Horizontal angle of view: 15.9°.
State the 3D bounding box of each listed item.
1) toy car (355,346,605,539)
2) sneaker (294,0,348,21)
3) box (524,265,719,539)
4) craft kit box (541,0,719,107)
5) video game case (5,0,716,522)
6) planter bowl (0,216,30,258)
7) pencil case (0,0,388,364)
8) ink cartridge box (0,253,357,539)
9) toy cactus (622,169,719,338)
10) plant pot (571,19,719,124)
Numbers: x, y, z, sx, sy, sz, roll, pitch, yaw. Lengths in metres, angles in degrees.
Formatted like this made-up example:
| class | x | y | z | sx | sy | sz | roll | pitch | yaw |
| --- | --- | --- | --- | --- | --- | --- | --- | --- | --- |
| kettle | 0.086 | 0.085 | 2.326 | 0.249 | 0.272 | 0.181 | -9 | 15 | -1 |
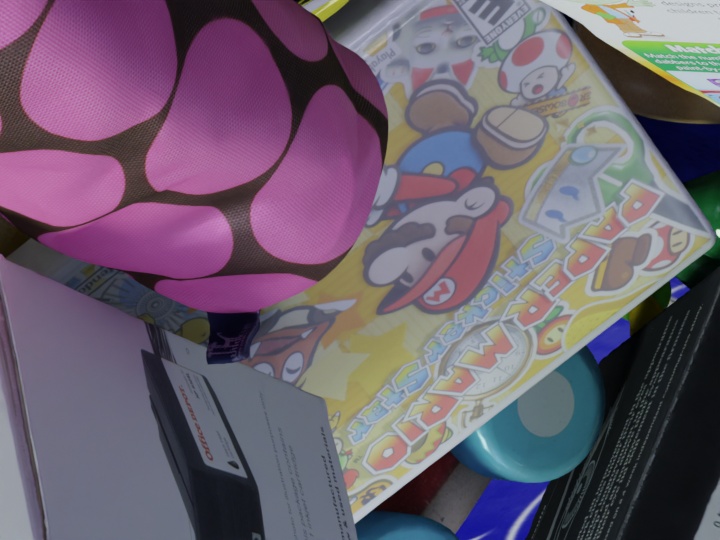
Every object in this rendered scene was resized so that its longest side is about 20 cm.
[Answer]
| class | x | y | z | sx | sy | sz | roll | pitch | yaw |
| --- | --- | --- | --- | --- | --- | --- | --- | --- | --- |
| toy car | -0.048 | 0.040 | 0.979 | 0.200 | 0.177 | 0.184 | 43 | 161 | -22 |
| sneaker | 0.002 | -0.113 | 0.694 | 0.200 | 0.074 | 0.085 | -34 | 170 | 25 |
| box | 0.129 | 0.099 | 0.944 | 0.104 | 0.148 | 0.200 | 24 | 167 | -2 |
| craft kit box | 0.148 | -0.067 | 0.645 | 0.200 | 0.049 | 0.197 | 8 | 171 | 43 |
| video game case | 0.000 | 0.000 | 0.826 | 0.200 | 0.023 | 0.182 | -38 | 136 | 4 |
| planter bowl | -0.173 | -0.046 | 0.724 | 0.200 | 0.083 | 0.200 | -38 | 148 | -28 |
| pencil case | -0.075 | -0.047 | 0.622 | 0.094 | 0.091 | 0.200 | -10 | 157 | 27 |
| ink cartridge box | -0.104 | 0.077 | 0.722 | 0.145 | 0.084 | 0.200 | -21 | 159 | 18 |
| toy cactus | 0.121 | -0.021 | 0.973 | 0.165 | 0.102 | 0.200 | 17 | 176 | -18 |
| plant pot | 0.165 | -0.112 | 0.882 | 0.200 | 0.027 | 0.200 | -12 | 155 | -6 |
